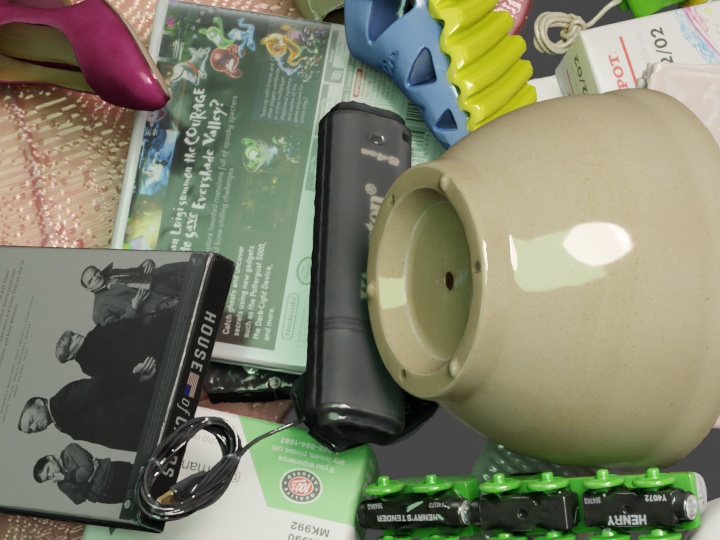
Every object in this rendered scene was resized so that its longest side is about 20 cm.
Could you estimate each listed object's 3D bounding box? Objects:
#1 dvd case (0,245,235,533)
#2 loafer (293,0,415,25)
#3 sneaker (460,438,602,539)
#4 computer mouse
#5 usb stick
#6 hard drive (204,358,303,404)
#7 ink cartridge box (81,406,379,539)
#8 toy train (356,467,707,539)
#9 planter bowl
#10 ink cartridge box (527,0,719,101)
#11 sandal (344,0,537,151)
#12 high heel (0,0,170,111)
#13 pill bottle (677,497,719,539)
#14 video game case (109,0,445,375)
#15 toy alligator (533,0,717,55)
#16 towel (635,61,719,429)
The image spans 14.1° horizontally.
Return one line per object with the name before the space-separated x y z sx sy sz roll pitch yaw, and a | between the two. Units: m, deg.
dvd case | -0.161 0.060 1.573 0.199 0.025 0.151 2 72 44
loafer | 0.051 -0.171 1.659 0.199 0.076 0.069 -6 77 11
sneaker | 0.084 0.170 1.575 0.078 0.080 0.201 13 52 2
computer mouse | -0.036 0.086 1.525 0.199 0.034 0.059 -22 71 -30
usb stick | 0.000 0.000 1.547 0.055 0.033 0.201 10 58 -13
hard drive | 0.009 0.000 1.634 0.199 0.038 0.140 -4 76 2
ink cartridge box | -0.081 0.182 1.568 0.145 0.084 0.201 11 76 5
toy train | 0.090 0.122 1.499 0.199 0.056 0.042 -4 94 32
planter bowl | 0.087 0.004 1.483 0.134 0.200 0.201 1 74 -29
ink cartridge box | 0.184 -0.082 1.611 0.199 0.068 0.116 -14 76 -13
sandal | 0.030 -0.135 1.593 0.087 0.079 0.201 -25 87 32
high heel | -0.179 -0.111 1.615 0.096 0.200 0.068 -36 121 -13
pill bottle | 0.211 0.168 1.493 0.113 0.200 0.114 1 82 -6
video game case | -0.042 -0.043 1.617 0.181 0.023 0.201 9 77 4
toy alligator | 0.186 -0.172 1.634 0.200 0.054 0.060 -32 109 -24
towel | 0.224 -0.010 1.566 0.190 0.032 0.201 5 103 -17
